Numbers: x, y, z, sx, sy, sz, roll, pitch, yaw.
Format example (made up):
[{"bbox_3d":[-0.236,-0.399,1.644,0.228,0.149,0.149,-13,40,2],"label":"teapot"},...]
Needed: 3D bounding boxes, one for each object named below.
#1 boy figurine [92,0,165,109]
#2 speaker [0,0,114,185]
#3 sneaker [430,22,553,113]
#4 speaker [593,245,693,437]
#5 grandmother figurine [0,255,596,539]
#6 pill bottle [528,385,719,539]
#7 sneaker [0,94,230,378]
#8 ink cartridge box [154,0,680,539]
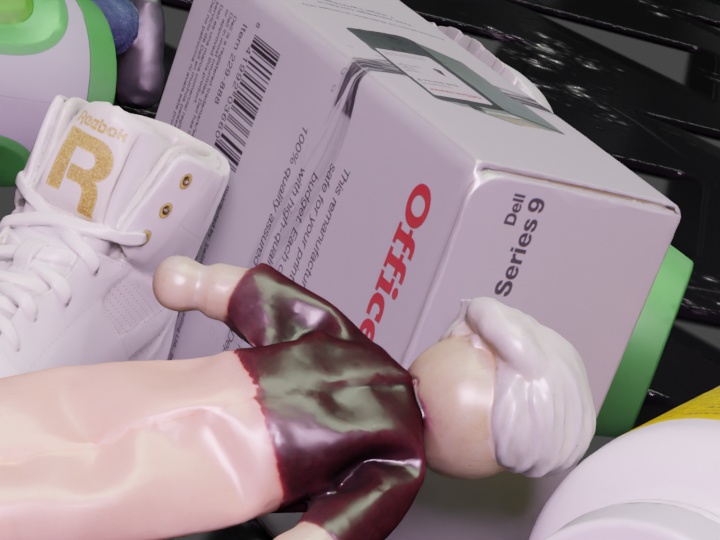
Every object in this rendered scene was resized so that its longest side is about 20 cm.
[{"bbox_3d":[-0.177,-0.103,1.122,0.199,0.065,0.124,2,-10,-43],"label":"boy figurine"},{"bbox_3d":[-0.195,-0.082,0.995,0.199,0.089,0.088,7,21,-37],"label":"speaker"},{"bbox_3d":[0.026,-0.054,1.130,0.080,0.077,0.200,28,-12,-33],"label":"sneaker"},{"bbox_3d":[0.023,-0.005,1.019,0.199,0.089,0.088,21,16,6],"label":"speaker"},{"bbox_3d":[-0.030,0.044,0.727,0.199,0.061,0.122,-7,59,-16],"label":"grandmother figurine"},{"bbox_3d":[0.111,0.092,0.766,0.111,0.112,0.200,26,17,21],"label":"pill bottle"},{"bbox_3d":[-0.107,0.001,0.802,0.073,0.116,0.200,26,19,15],"label":"sneaker"},{"bbox_3d":[0.000,0.000,0.874,0.084,0.146,0.200,10,19,-32],"label":"ink cartridge box"}]
